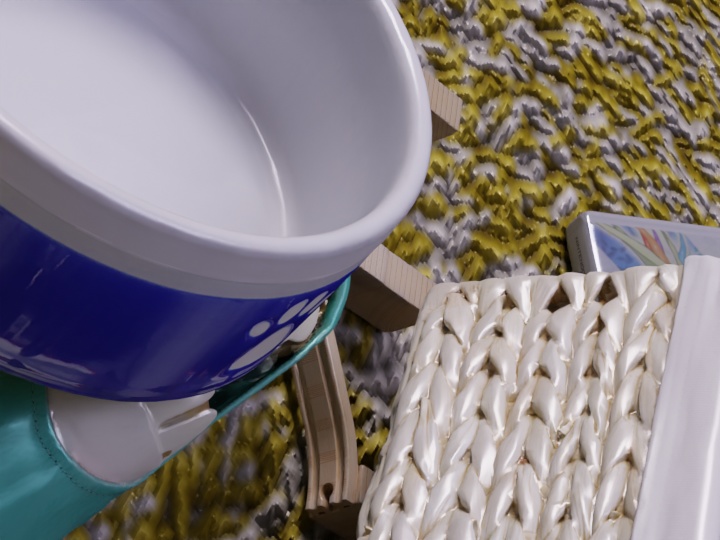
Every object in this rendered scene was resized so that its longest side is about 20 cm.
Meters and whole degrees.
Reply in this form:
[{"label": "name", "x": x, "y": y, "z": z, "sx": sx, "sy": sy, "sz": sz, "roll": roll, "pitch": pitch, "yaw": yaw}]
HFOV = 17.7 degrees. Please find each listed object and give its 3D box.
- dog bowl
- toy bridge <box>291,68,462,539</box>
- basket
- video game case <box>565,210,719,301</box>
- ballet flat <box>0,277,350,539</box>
[{"label": "dog bowl", "x": -0.080, "y": -0.062, "z": 0.702, "sx": 0.200, "sy": 0.079, "sz": 0.201, "roll": 25, "pitch": 40, "yaw": -23}, {"label": "toy bridge", "x": 0.000, "y": 0.000, "z": 0.880, "sx": 0.067, "sy": 0.027, "sz": 0.201, "roll": 34, "pitch": 52, "yaw": -39}, {"label": "basket", "x": 0.071, "y": 0.106, "z": 0.799, "sx": 0.200, "sy": 0.123, "sz": 0.136, "roll": -74, "pitch": 159, "yaw": -46}, {"label": "video game case", "x": 0.194, "y": 0.066, "z": 1.023, "sx": 0.199, "sy": 0.022, "sz": 0.183, "roll": 6, "pitch": 59, "yaw": -26}, {"label": "ballet flat", "x": -0.065, "y": 0.027, "z": 0.748, "sx": 0.200, "sy": 0.070, "sz": 0.068, "roll": -40, "pitch": 108, "yaw": -51}]
